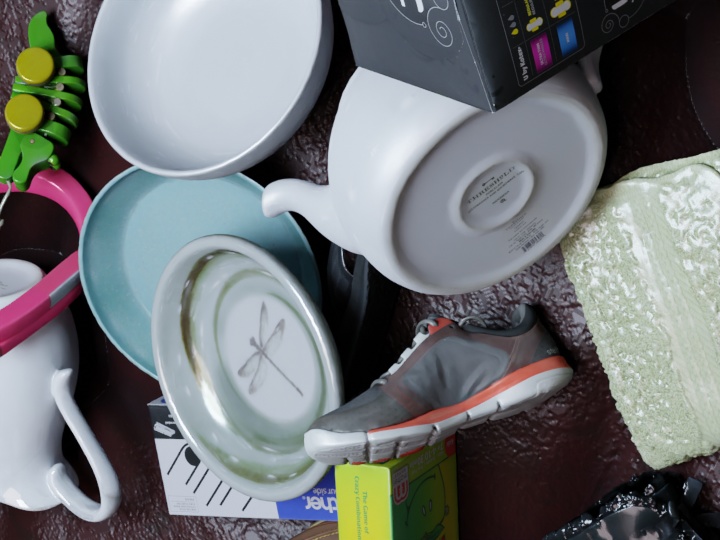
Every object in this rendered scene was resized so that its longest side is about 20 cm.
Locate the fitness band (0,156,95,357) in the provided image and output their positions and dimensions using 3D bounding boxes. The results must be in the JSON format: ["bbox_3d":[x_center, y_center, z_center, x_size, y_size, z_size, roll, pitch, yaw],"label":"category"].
[{"bbox_3d":[-0.292,-0.010,1.492,0.143,0.200,0.038,37,147,20],"label":"fitness band"}]

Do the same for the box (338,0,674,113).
[{"bbox_3d":[0.095,-0.204,1.129,0.148,0.199,0.125,27,144,52],"label":"box"}]

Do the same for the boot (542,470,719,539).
[{"bbox_3d":[0.185,0.245,1.333,0.198,0.073,0.163,-35,86,27],"label":"boot"}]

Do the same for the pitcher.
[{"bbox_3d":[-0.267,0.103,1.553,0.171,0.121,0.202,12,119,31],"label":"pitcher"}]

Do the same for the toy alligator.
[{"bbox_3d":[-0.250,-0.105,1.491,0.054,0.059,0.202,10,75,-1],"label":"toy alligator"}]

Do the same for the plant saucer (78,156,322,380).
[{"bbox_3d":[-0.117,0.001,1.454,0.198,0.036,0.202,8,117,16],"label":"plant saucer"}]

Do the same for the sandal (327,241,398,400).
[{"bbox_3d":[-0.001,0.001,1.378,0.048,0.075,0.202,27,117,19],"label":"sandal"}]

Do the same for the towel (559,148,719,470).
[{"bbox_3d":[0.215,0.028,1.274,0.148,0.036,0.201,-19,93,36],"label":"towel"}]

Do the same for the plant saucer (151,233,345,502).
[{"bbox_3d":[-0.072,0.067,1.397,0.199,0.050,0.202,19,118,41],"label":"plant saucer"}]

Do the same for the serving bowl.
[{"bbox_3d":[-0.100,-0.155,1.380,0.199,0.066,0.202,-8,73,27],"label":"serving bowl"}]

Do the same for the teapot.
[{"bbox_3d":[0.058,-0.095,1.254,0.146,0.199,0.198,56,142,41],"label":"teapot"}]

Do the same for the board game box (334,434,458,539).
[{"bbox_3d":[0.030,0.221,1.406,0.047,0.101,0.202,5,106,30],"label":"board game box"}]

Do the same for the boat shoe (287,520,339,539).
[{"bbox_3d":[-0.056,0.250,1.489,0.200,0.067,0.072,-32,86,34],"label":"boat shoe"}]

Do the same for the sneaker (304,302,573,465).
[{"bbox_3d":[0.046,0.076,1.327,0.077,0.199,0.082,128,123,-67],"label":"sneaker"}]

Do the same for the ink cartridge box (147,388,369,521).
[{"bbox_3d":[-0.068,0.142,1.480,0.199,0.044,0.095,-3,104,33],"label":"ink cartridge box"}]
